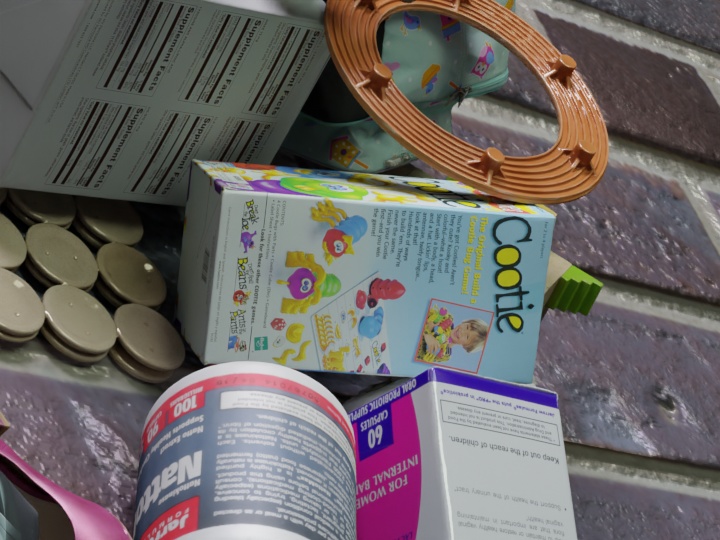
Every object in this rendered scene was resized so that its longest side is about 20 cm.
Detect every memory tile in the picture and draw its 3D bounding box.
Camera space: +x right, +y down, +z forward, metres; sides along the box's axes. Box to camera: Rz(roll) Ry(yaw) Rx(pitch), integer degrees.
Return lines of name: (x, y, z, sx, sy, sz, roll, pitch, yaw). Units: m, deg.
memory tile: (-0.186, -0.023, 1.493, 0.153, 0.017, 0.201, 15, 38, -39)

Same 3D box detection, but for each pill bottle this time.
pill bottle: (-0.060, 0.153, 1.306, 0.119, 0.120, 0.200, 29, 32, -22)

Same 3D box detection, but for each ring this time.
ring: (0.069, -0.118, 1.534, 0.200, 0.019, 0.201, 22, 37, -17)

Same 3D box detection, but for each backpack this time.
backpack: (0.005, -0.153, 1.681, 0.175, 0.154, 0.200, 20, 32, 40)

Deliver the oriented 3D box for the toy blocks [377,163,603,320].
toy blocks: (0.044, -0.003, 1.654, 0.199, 0.100, 0.137, 32, 28, 11)

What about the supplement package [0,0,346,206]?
supplement package: (-0.157, -0.154, 1.535, 0.199, 0.147, 0.191, 5, 34, -47)

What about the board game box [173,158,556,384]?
board game box: (0.000, 0.000, 1.494, 0.199, 0.106, 0.103, 5, 11, -15)

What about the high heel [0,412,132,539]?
high heel: (-0.182, 0.118, 1.251, 0.096, 0.067, 0.200, 13, 34, -55)

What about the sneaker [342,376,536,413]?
sneaker: (0.058, 0.111, 1.566, 0.200, 0.078, 0.100, -7, 78, -60)

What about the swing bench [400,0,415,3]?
swing bench: (-0.068, -0.261, 1.481, 0.199, 0.130, 0.199, -3, 39, -45)

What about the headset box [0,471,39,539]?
headset box: (-0.220, 0.134, 1.103, 0.174, 0.092, 0.201, 56, 17, -40)

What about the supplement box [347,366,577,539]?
supplement box: (0.054, 0.169, 1.384, 0.103, 0.101, 0.201, 13, 59, -39)
